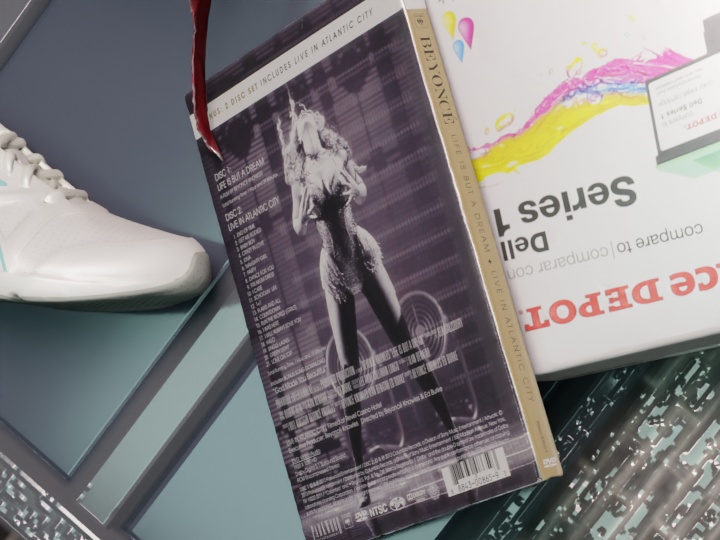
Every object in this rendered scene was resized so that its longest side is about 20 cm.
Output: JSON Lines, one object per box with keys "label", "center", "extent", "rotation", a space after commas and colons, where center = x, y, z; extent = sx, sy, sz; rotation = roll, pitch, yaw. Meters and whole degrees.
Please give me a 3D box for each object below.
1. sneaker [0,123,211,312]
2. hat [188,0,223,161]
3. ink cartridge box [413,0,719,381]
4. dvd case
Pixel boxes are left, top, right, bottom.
{"label": "sneaker", "center": [-0.155, -0.027, 0.948], "extent": [0.199, 0.070, 0.081], "rotation": [9, 87, 16]}
{"label": "hat", "center": [-0.051, -0.197, 0.897], "extent": [0.200, 0.176, 0.166], "rotation": [-37, 53, 7]}
{"label": "ink cartridge box", "center": [0.108, -0.068, 0.861], "extent": [0.144, 0.084, 0.201], "rotation": [-14, 86, 22]}
{"label": "dvd case", "center": [0.000, 0.000, 0.887], "extent": [0.149, 0.016, 0.201], "rotation": [-27, 77, 50]}
